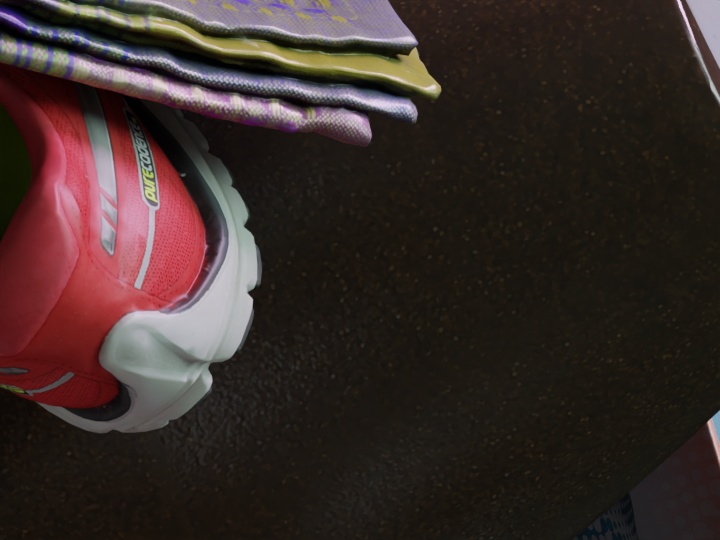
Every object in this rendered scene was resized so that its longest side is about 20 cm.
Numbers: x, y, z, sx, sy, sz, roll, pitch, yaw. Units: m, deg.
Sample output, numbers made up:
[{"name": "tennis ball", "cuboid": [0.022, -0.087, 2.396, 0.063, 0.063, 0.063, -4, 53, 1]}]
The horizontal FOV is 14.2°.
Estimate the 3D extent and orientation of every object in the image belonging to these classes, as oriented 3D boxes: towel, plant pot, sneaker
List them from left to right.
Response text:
[{"name": "sneaker", "cuboid": [-0.099, -0.050, 0.552, 0.200, 0.077, 0.085, 42, 10, 28]}, {"name": "towel", "cuboid": [-0.089, -0.087, 0.545, 0.200, 0.023, 0.144, 14, 31, -30]}, {"name": "plant pot", "cuboid": [0.000, 0.000, 0.642, 0.187, 0.200, 0.187, 52, 22, -31]}]

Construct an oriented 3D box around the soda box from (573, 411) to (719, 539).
[{"name": "soda box", "cuboid": [0.060, -0.004, 0.729, 0.064, 0.068, 0.201, -12, 85, -56]}]
